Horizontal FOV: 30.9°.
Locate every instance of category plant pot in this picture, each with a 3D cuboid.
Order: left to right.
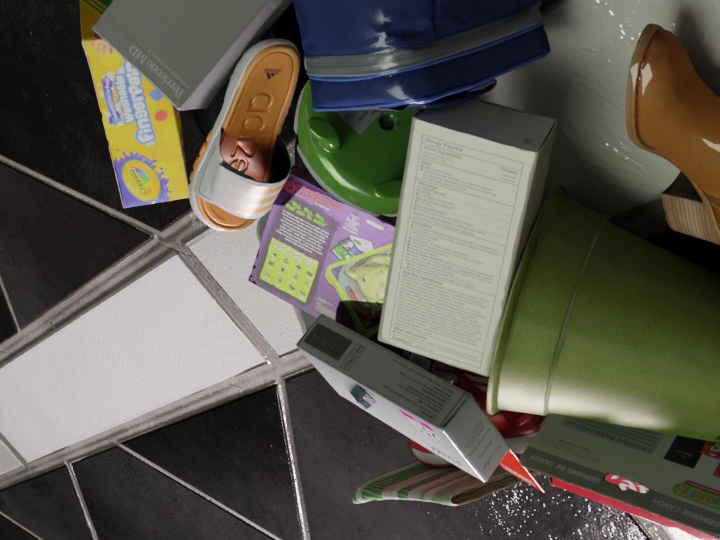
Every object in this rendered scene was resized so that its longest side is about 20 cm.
[{"bbox_3d":[0.224,0.052,1.069,0.188,0.201,0.201,17,140,14],"label":"plant pot"}]

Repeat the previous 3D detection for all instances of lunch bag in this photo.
[{"bbox_3d":[0.049,-0.188,0.968,0.135,0.199,0.134,7,114,44],"label":"lunch bag"}]

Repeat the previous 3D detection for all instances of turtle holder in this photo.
[{"bbox_3d":[0.031,-0.112,1.135,0.183,0.143,0.132,13,167,-9],"label":"turtle holder"}]

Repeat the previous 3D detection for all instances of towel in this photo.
[{"bbox_3d":[0.095,0.205,1.297,0.199,0.151,0.024,-13,92,60],"label":"towel"}]

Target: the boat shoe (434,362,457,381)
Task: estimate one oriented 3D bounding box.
[{"bbox_3d":[0.041,0.035,1.264,0.199,0.072,0.066,38,138,-14],"label":"boat shoe"}]

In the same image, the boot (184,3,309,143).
[{"bbox_3d":[-0.099,-0.188,1.219,0.161,0.073,0.200,19,132,39],"label":"boot"}]

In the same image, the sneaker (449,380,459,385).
[{"bbox_3d":[0.070,0.095,1.353,0.200,0.067,0.090,43,152,8],"label":"sneaker"}]

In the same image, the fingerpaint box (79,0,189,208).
[{"bbox_3d":[-0.219,-0.193,1.267,0.168,0.072,0.201,-105,7,-45],"label":"fingerpaint box"}]

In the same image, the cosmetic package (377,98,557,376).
[{"bbox_3d":[0.082,-0.029,1.030,0.103,0.073,0.202,18,120,14],"label":"cosmetic package"}]

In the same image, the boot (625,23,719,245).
[{"bbox_3d":[0.278,-0.088,0.929,0.154,0.077,0.201,12,138,41],"label":"boot"}]

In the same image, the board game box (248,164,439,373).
[{"bbox_3d":[0.000,0.000,1.192,0.199,0.032,0.121,28,119,16],"label":"board game box"}]

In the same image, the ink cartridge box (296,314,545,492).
[{"bbox_3d":[0.053,0.132,1.168,0.199,0.044,0.174,26,160,45],"label":"ink cartridge box"}]

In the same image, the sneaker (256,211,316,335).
[{"bbox_3d":[-0.043,0.027,1.367,0.201,0.073,0.116,63,177,0],"label":"sneaker"}]

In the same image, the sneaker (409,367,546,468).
[{"bbox_3d":[0.107,0.121,1.268,0.199,0.078,0.116,-18,107,43],"label":"sneaker"}]

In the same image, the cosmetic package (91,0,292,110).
[{"bbox_3d":[-0.116,-0.240,1.081,0.107,0.200,0.090,40,-171,2],"label":"cosmetic package"}]

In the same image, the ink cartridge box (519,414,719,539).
[{"bbox_3d":[0.264,0.161,1.125,0.199,0.176,0.084,16,138,35],"label":"ink cartridge box"}]

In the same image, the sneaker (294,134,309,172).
[{"bbox_3d":[-0.002,-0.079,1.256,0.081,0.074,0.201,2,137,28],"label":"sneaker"}]

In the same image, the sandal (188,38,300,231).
[{"bbox_3d":[-0.096,-0.103,1.137,0.059,0.078,0.208,61,143,39],"label":"sandal"}]
